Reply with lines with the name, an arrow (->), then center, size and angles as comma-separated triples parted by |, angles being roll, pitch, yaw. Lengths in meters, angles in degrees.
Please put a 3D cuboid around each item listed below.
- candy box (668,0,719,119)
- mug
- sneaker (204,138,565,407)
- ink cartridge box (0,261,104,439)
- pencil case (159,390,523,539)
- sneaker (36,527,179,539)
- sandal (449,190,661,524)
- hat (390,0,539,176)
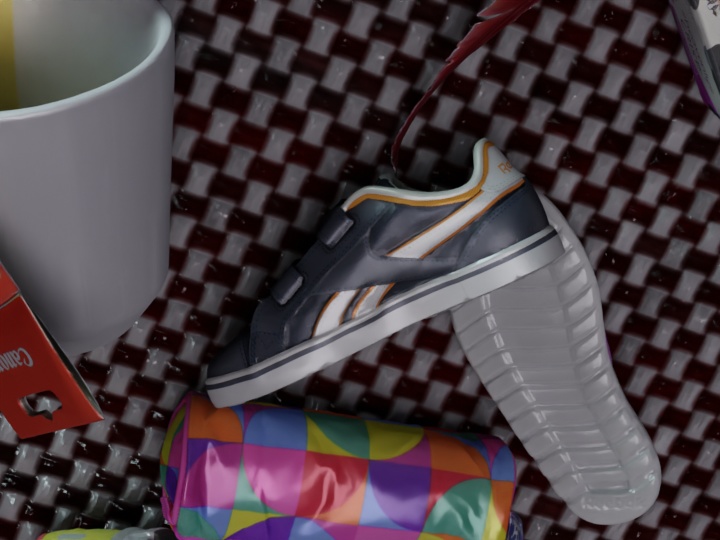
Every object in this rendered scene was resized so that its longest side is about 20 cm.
candy box -> 0.252, -0.172, 0.908 | 0.200, 0.061, 0.136 | -23, 116, 1
mug -> -0.167, -0.049, 0.876 | 0.149, 0.187, 0.153 | -29, 130, -32
sneaker -> 0.000, 0.000, 0.935 | 0.200, 0.078, 0.079 | -26, 93, 6
ink cartridge box -> -0.206, 0.003, 0.801 | 0.050, 0.109, 0.200 | -39, 101, -30
pencil case -> -0.010, 0.120, 0.984 | 0.200, 0.088, 0.088 | 11, 112, -11
sneaker -> -0.145, 0.221, 1.023 | 0.090, 0.078, 0.200 | 8, 119, 13
sandal -> 0.104, 0.046, 0.991 | 0.082, 0.050, 0.203 | -17, 104, 16
hat -> 0.099, -0.170, 0.895 | 0.200, 0.166, 0.176 | -5, 154, 7
